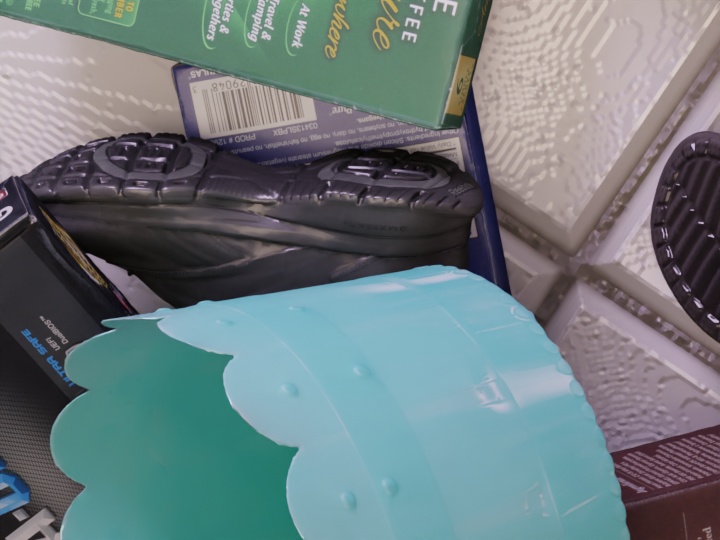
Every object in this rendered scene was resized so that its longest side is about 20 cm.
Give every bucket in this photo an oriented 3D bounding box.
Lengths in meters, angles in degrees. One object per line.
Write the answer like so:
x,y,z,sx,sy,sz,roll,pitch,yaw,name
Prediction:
-0.008,0.099,0.917,0.134,0.207,0.208,-15,104,-31,bucket

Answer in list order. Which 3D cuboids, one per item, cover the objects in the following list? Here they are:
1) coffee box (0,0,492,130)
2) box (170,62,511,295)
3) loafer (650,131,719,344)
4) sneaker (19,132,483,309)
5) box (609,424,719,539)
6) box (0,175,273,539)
-0.041,-0.136,1.008,0.199,0.044,0.123,14,94,14,coffee box
0.000,0.000,1.057,0.121,0.032,0.201,-9,100,13,box
0.194,0.015,0.983,0.200,0.071,0.073,43,118,34,loafer
-0.051,-0.004,1.016,0.199,0.076,0.091,7,112,13,sneaker
0.159,0.115,0.991,0.199,0.075,0.101,-12,102,-18,box
-0.137,0.084,1.008,0.159,0.046,0.200,-37,119,2,box
